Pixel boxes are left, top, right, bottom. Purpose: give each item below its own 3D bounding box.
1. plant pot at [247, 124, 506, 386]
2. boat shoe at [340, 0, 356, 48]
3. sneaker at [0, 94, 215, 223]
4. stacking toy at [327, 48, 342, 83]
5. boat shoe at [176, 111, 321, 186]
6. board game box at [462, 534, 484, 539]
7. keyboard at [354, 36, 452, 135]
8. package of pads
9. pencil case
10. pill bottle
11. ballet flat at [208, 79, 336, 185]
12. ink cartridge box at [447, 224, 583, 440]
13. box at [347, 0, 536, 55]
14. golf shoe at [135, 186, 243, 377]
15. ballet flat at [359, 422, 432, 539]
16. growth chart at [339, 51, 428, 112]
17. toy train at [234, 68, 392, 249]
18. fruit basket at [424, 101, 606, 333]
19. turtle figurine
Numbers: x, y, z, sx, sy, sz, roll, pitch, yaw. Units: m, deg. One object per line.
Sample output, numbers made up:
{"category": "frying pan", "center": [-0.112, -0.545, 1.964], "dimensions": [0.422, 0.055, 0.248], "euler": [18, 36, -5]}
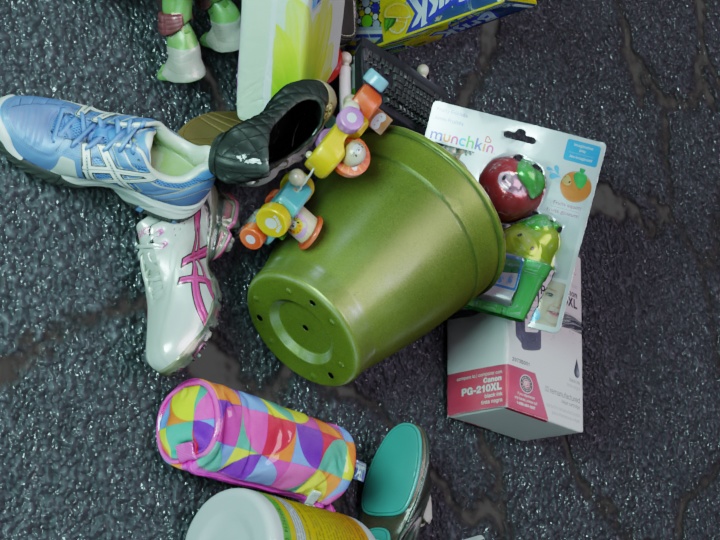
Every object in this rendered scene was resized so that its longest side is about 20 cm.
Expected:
{"category": "plant pot", "center": [0.000, 0.000, 1.688], "dimensions": [0.193, 0.200, 0.201], "euler": [-44, 114, -35]}
{"category": "boat shoe", "center": [-0.034, -0.325, 1.822], "dimensions": [0.072, 0.066, 0.202], "euler": [-6, 83, -50]}
{"category": "sneaker", "center": [-0.208, -0.107, 1.499], "dimensions": [0.199, 0.077, 0.076], "euler": [17, 59, -24]}
{"category": "stacking toy", "center": [-0.070, -0.274, 1.764], "dimensions": [0.085, 0.085, 0.201], "euler": [-36, 114, -50]}
{"category": "boat shoe", "center": [-0.101, -0.107, 1.671], "dimensions": [0.200, 0.071, 0.070], "euler": [-19, 133, -54]}
{"category": "board game box", "center": [0.015, 0.331, 1.606], "dimensions": [0.026, 0.201, 0.199], "euler": [43, 27, 28]}
{"category": "keyboard", "center": [0.050, -0.154, 1.872], "dimensions": [0.200, 0.020, 0.128], "euler": [23, 63, -56]}
{"category": "package of pads", "center": [-0.059, -0.247, 1.644], "dimensions": [0.155, 0.068, 0.201], "euler": [-64, 164, -57]}
{"category": "pencil case", "center": [-0.087, 0.156, 1.600], "dimensions": [0.199, 0.088, 0.089], "euler": [24, 61, -44]}
{"category": "pill bottle", "center": [-0.050, 0.262, 1.588], "dimensions": [0.199, 0.111, 0.112], "euler": [23, 62, -46]}
{"category": "ballet flat", "center": [-0.064, -0.113, 1.547], "dimensions": [0.200, 0.056, 0.067], "euler": [-43, 143, -57]}
{"category": "ink cartridge box", "center": [0.165, 0.067, 1.940], "dimensions": [0.144, 0.084, 0.201], "euler": [21, 63, -47]}
{"category": "box", "center": [0.076, -0.274, 1.837], "dimensions": [0.064, 0.199, 0.071], "euler": [-5, 83, -52]}
{"category": "golf shoe", "center": [-0.165, -0.001, 1.564], "dimensions": [0.092, 0.072, 0.201], "euler": [33, 45, -29]}
{"category": "ballet flat", "center": [0.030, 0.248, 1.740], "dimensions": [0.068, 0.068, 0.201], "euler": [43, 58, -48]}
{"category": "growth chart", "center": [0.027, -0.151, 1.868], "dimensions": [0.200, 0.018, 0.146], "euler": [2, 81, -61]}
{"category": "toy train", "center": [-0.030, -0.089, 1.630], "dimensions": [0.056, 0.150, 0.200], "euler": [39, 91, -6]}
{"category": "fruit basket", "center": [0.137, -0.055, 1.835], "dimensions": [0.094, 0.184, 0.201], "euler": [-12, 117, -84]}
{"category": "turtle figurine", "center": [-0.182, -0.278, 1.618], "dimensions": [0.144, 0.198, 0.195], "euler": [-84, 164, -57]}
